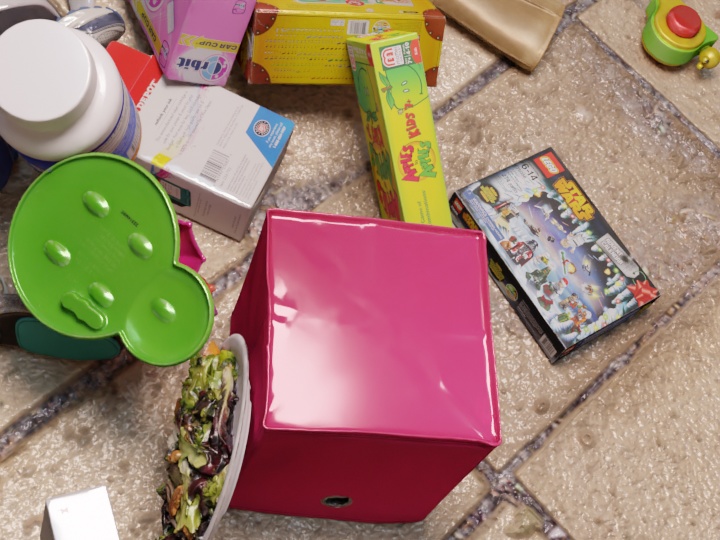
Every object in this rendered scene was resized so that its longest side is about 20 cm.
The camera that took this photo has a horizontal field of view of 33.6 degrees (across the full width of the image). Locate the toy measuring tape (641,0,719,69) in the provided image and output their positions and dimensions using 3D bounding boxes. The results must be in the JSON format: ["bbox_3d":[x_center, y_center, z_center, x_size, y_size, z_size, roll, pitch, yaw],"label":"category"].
[{"bbox_3d":[0.340,-0.302,1.408,0.200,0.074,0.074,41,60,8],"label":"toy measuring tape"}]

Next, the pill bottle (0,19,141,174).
[{"bbox_3d":[-0.253,-0.140,1.011,0.111,0.200,0.113,0,82,-2],"label":"pill bottle"}]

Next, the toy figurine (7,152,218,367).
[{"bbox_3d":[-0.177,0.003,1.035,0.200,0.184,0.150,40,95,13],"label":"toy figurine"}]

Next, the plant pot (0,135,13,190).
[{"bbox_3d":[-0.416,-0.138,1.008,0.179,0.200,0.201,-30,75,-11],"label":"plant pot"}]

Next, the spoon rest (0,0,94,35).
[{"bbox_3d":[-0.324,-0.253,1.163,0.200,0.099,0.061,-40,113,-59],"label":"spoon rest"}]

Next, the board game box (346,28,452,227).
[{"bbox_3d":[0.038,-0.126,1.147,0.047,0.102,0.201,-15,106,-10],"label":"board game box"}]

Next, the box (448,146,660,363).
[{"bbox_3d":[0.198,-0.020,1.233,0.136,0.040,0.201,-26,72,-27],"label":"box"}]

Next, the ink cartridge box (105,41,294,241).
[{"bbox_3d":[-0.180,-0.128,1.168,0.199,0.067,0.117,25,58,-1],"label":"ink cartridge box"}]

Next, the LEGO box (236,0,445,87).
[{"bbox_3d":[-0.030,-0.252,1.234,0.199,0.078,0.149,-1,30,-16],"label":"LEGO box"}]

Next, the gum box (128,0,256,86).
[{"bbox_3d":[-0.176,-0.290,1.190,0.066,0.114,0.200,3,40,-32],"label":"gum box"}]

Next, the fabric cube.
[{"bbox_3d":[-0.006,0.089,1.025,0.195,0.200,0.201,7,61,-13],"label":"fabric cube"}]

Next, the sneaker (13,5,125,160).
[{"bbox_3d":[-0.297,-0.176,1.165,0.085,0.077,0.200,44,70,5],"label":"sneaker"}]

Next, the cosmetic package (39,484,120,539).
[{"bbox_3d":[-0.196,0.282,0.896,0.051,0.151,0.201,-11,67,-21],"label":"cosmetic package"}]

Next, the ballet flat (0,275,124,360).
[{"bbox_3d":[-0.305,0.034,1.049,0.199,0.068,0.068,6,54,-14],"label":"ballet flat"}]

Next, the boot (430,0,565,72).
[{"bbox_3d":[0.145,-0.341,1.380,0.199,0.066,0.176,27,71,0],"label":"boot"}]

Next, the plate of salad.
[{"bbox_3d":[-0.134,0.145,0.957,0.048,0.200,0.201,18,59,-18],"label":"plate of salad"}]
